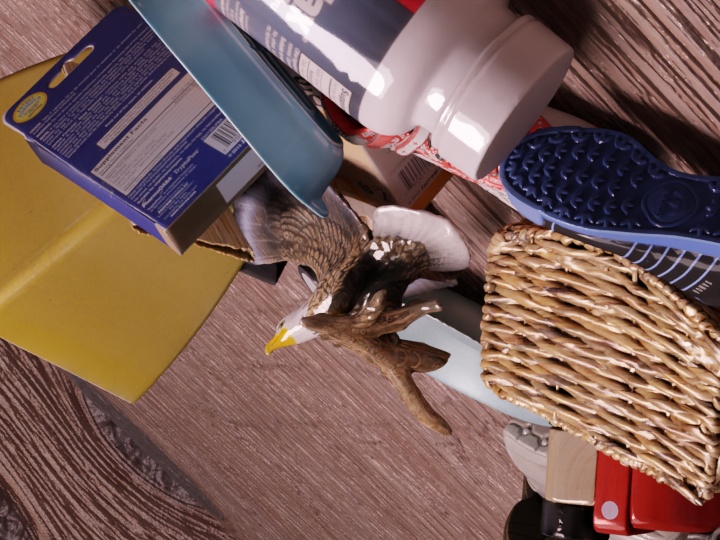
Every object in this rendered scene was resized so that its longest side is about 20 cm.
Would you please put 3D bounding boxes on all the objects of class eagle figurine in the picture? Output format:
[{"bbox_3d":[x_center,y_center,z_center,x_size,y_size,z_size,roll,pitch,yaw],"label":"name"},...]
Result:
[{"bbox_3d":[-0.007,0.002,1.413,0.200,0.150,0.153,-100,4,-62],"label":"eagle figurine"}]

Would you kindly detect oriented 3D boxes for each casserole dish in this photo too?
[{"bbox_3d":[-0.072,-0.119,1.267,0.200,0.039,0.121,50,-174,1],"label":"casserole dish"}]

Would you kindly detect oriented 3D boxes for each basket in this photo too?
[{"bbox_3d":[0.191,0.026,1.321,0.199,0.148,0.144,27,126,42],"label":"basket"}]

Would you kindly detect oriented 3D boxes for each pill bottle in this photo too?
[{"bbox_3d":[0.014,-0.146,1.181,0.200,0.120,0.120,38,164,10],"label":"pill bottle"}]

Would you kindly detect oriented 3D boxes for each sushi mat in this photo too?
[{"bbox_3d":[-0.140,-0.077,1.465,0.095,0.012,0.200,13,-149,-33],"label":"sushi mat"}]

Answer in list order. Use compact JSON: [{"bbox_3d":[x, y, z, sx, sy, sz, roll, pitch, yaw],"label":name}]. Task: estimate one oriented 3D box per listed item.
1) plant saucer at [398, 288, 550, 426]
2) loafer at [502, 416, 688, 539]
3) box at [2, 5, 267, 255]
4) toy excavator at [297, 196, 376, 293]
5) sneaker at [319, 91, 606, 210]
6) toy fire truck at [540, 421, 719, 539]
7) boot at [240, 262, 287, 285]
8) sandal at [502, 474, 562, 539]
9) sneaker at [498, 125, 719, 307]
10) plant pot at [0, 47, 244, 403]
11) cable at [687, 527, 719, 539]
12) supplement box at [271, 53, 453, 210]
[{"bbox_3d":[0.080,0.054,1.665,0.200,0.039,0.201,29,168,7],"label":"plant saucer"},{"bbox_3d":[0.190,0.174,1.698,0.200,0.070,0.070,38,157,49],"label":"loafer"},{"bbox_3d":[-0.137,-0.097,1.398,0.200,0.121,0.032,32,162,41],"label":"box"},{"bbox_3d":[-0.029,-0.044,1.635,0.200,0.100,0.195,43,169,51],"label":"toy excavator"},{"bbox_3d":[0.063,-0.077,1.261,0.107,0.068,0.201,2,-157,-47],"label":"sneaker"},{"bbox_3d":[0.236,0.150,1.409,0.199,0.130,0.176,4,179,29],"label":"toy fire truck"},{"bbox_3d":[-0.129,-0.075,1.826,0.165,0.066,0.200,40,169,11],"label":"boot"},{"bbox_3d":[0.151,0.214,1.751,0.081,0.055,0.200,22,-162,-2],"label":"sandal"},{"bbox_3d":[0.171,-0.021,1.183,0.199,0.070,0.078,17,151,28],"label":"sneaker"},{"bbox_3d":[-0.193,-0.054,1.623,0.200,0.176,0.201,34,-156,-52],"label":"plant pot"},{"bbox_3d":[0.265,0.224,1.683,0.097,0.050,0.200,51,164,-18],"label":"cable"},{"bbox_3d":[-0.027,-0.134,1.394,0.126,0.074,0.200,23,155,47],"label":"supplement box"}]
